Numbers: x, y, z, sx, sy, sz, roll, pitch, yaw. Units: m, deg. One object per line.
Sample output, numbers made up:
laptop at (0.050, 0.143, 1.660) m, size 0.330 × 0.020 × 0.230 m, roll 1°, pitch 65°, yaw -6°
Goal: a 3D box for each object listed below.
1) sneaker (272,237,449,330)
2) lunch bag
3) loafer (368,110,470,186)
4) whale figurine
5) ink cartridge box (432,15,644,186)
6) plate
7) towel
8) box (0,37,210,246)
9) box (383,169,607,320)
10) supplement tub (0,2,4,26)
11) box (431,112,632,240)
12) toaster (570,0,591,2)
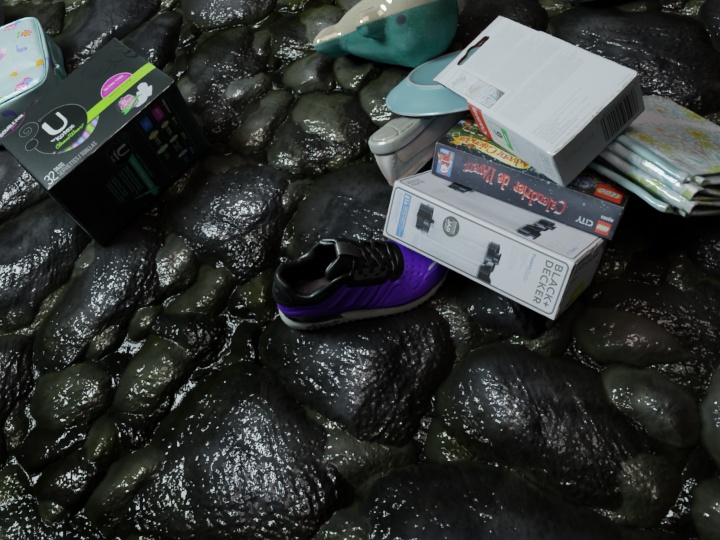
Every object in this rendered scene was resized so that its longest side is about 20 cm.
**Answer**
sneaker at (0.000, 0.001, 0.693) m, size 0.195 × 0.100 × 0.071 m, roll -17°, pitch 56°, yaw -1°
lunch bag at (-0.522, -0.286, 1.011) m, size 0.158 × 0.078 × 0.202 m, roll -25°, pitch 57°, yaw -4°
loafer at (0.089, -0.172, 0.809) m, size 0.199 × 0.064 × 0.071 m, roll -38°, pitch 31°, yaw -29°
whale figurine at (0.037, -0.312, 0.887) m, size 0.196 × 0.106 × 0.159 m, roll -12°, pitch 15°, yaw 27°
ink cartridge box at (0.172, -0.179, 0.677) m, size 0.109 × 0.050 × 0.200 m, roll -42°, pitch 45°, yaw 0°
plate at (0.123, -0.236, 0.803) m, size 0.195 × 0.026 × 0.202 m, roll -14°, pitch 29°, yaw 8°
towel at (0.307, -0.121, 0.678) m, size 0.168 × 0.049 × 0.201 m, roll -8°, pitch 39°, yaw -27°
box at (-0.325, -0.167, 0.863) m, size 0.147 × 0.125 × 0.200 m, roll 35°, pitch 73°, yaw 28°
box at (0.135, -0.036, 0.676) m, size 0.197 × 0.061 × 0.116 m, roll 27°, pitch 29°, yaw 26°
supplement tub at (-0.707, -0.422, 1.121) m, size 0.195 × 0.108 × 0.109 m, roll -8°, pitch 57°, yaw 8°
box at (0.191, -0.113, 0.713) m, size 0.197 × 0.038 × 0.137 m, roll 23°, pitch 39°, yaw 20°
toaster at (0.333, -0.439, 0.877) m, size 0.126 × 0.115 × 0.204 m, roll -4°, pitch 56°, yaw 8°
